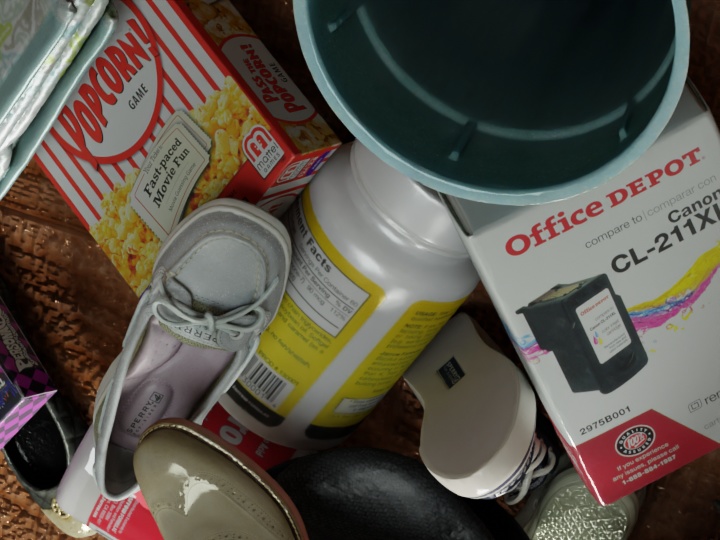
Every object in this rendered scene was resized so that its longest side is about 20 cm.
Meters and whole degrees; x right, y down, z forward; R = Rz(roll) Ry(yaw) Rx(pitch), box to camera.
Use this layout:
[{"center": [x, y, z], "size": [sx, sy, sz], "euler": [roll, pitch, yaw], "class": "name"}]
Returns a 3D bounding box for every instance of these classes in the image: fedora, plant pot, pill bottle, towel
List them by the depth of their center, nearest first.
[{"center": [0.092, -0.167, 1.507], "size": [0.199, 0.196, 0.201], "euler": [10, 122, 17], "class": "plant pot"}, {"center": [0.010, 0.162, 1.681], "size": [0.199, 0.201, 0.092], "euler": [19, 146, 10], "class": "fedora"}, {"center": [0.000, 0.000, 1.692], "size": [0.114, 0.114, 0.200], "euler": [38, 125, -3], "class": "pill bottle"}, {"center": [-0.223, -0.148, 1.694], "size": [0.200, 0.048, 0.172], "euler": [-50, 60, 35], "class": "towel"}, {"center": [-0.074, 0.145, 1.806], "size": [0.199, 0.112, 0.113], "euler": [31, 125, 2], "class": "pill bottle"}]

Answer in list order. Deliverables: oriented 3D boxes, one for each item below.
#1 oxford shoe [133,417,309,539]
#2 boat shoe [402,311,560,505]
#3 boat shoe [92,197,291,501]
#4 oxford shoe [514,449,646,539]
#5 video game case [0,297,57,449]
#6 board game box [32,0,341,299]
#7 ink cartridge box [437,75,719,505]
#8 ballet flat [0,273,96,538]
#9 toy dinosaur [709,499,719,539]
[{"center": [-0.064, 0.168, 1.611], "size": [0.071, 0.074, 0.200], "euler": [-43, 79, 31], "class": "oxford shoe"}, {"center": [0.082, 0.096, 1.678], "size": [0.075, 0.200, 0.093], "euler": [-38, 109, 9], "class": "boat shoe"}, {"center": [-0.097, 0.044, 1.646], "size": [0.074, 0.065, 0.202], "euler": [25, 128, -13], "class": "boat shoe"}, {"center": [0.118, 0.162, 1.779], "size": [0.075, 0.058, 0.200], "euler": [27, 140, -3], "class": "oxford shoe"}, {"center": [-0.290, 0.057, 1.814], "size": [0.200, 0.036, 0.182], "euler": [-45, 71, 34], "class": "video game case"}, {"center": [-0.119, -0.094, 1.682], "size": [0.200, 0.046, 0.152], "euler": [52, 127, 16], "class": "board game box"}, {"center": [0.144, 0.004, 1.598], "size": [0.145, 0.083, 0.201], "euler": [-27, 123, 2], "class": "ink cartridge box"}, {"center": [-0.217, 0.086, 1.861], "size": [0.066, 0.057, 0.201], "euler": [-15, 112, 28], "class": "ballet flat"}, {"center": [0.207, 0.208, 1.708], "size": [0.102, 0.136, 0.200], "euler": [-26, 123, 24], "class": "toy dinosaur"}]
